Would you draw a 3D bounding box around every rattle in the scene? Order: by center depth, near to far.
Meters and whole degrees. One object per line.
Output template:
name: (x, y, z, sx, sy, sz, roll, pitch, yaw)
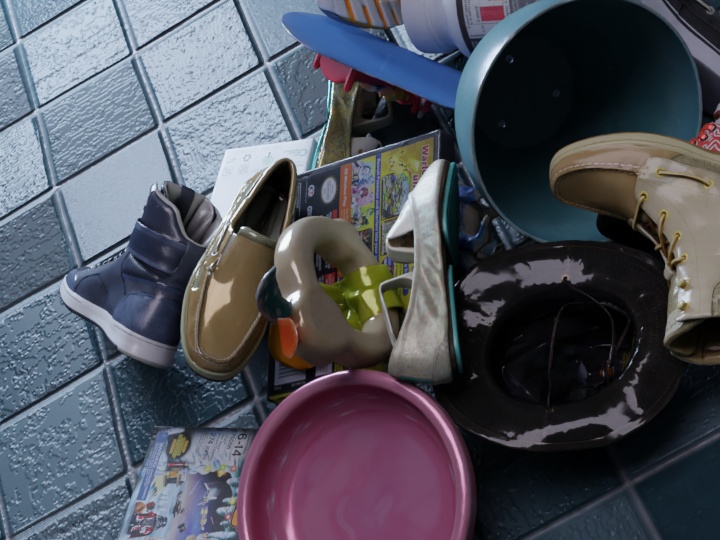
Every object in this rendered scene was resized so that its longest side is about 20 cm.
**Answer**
rattle: (-0.062, 0.042, 1.304, 0.142, 0.131, 0.200, -13, 16, 27)

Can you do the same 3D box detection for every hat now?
hat: (0.155, 0.069, 1.306, 0.199, 0.081, 0.202, -9, 57, 14)

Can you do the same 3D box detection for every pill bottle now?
pill bottle: (0.144, -0.243, 1.525, 0.199, 0.117, 0.117, 2, 57, 30)

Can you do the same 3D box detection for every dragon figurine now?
dragon figurine: (0.068, -0.025, 1.437, 0.099, 0.059, 0.201, -16, 52, 18)

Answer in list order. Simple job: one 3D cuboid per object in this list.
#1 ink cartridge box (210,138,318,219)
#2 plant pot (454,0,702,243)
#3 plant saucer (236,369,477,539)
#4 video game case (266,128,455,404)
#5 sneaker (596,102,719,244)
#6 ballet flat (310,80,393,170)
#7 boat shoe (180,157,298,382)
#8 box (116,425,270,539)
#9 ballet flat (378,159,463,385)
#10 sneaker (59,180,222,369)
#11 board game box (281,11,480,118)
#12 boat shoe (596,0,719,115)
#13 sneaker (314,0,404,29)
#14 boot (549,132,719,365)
ink cartridge box: (-0.097, -0.026, 1.544, 0.099, 0.039, 0.201, -4, 53, 28)
plant pot: (0.157, -0.133, 1.399, 0.200, 0.200, 0.135, -40, 25, -4)
plant saucer: (0.002, 0.176, 1.291, 0.199, 0.051, 0.202, -7, 76, 29)
video game case: (0.000, 0.000, 1.419, 0.180, 0.025, 0.201, -15, 64, 37)
sneaker: (0.279, -0.090, 1.351, 0.200, 0.067, 0.109, -12, 67, 14)
ballet flat: (-0.005, -0.123, 1.554, 0.070, 0.071, 0.201, -9, 52, 23)
boat shoe: (-0.094, -0.008, 1.393, 0.071, 0.076, 0.201, 20, 57, -11)
box: (-0.130, 0.220, 1.373, 0.136, 0.040, 0.201, -2, 55, 27)
ballet flat: (0.044, -0.005, 1.303, 0.062, 0.068, 0.201, -4, 53, 8)
sneaker: (-0.189, -0.012, 1.504, 0.202, 0.077, 0.147, 27, 98, 56)
board game box: (0.017, -0.167, 1.505, 0.158, 0.199, 0.039, -69, 2, -71)
boat shoe: (0.253, -0.213, 1.409, 0.199, 0.074, 0.068, 38, 67, -2)
sneaker: (0.019, -0.264, 1.602, 0.077, 0.079, 0.200, -5, 11, 41)
boot: (0.224, -0.014, 1.248, 0.199, 0.073, 0.156, 11, 58, 10)
